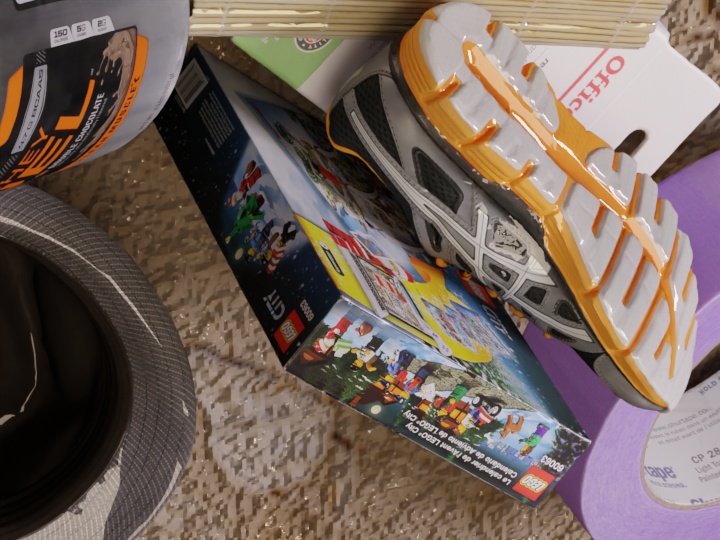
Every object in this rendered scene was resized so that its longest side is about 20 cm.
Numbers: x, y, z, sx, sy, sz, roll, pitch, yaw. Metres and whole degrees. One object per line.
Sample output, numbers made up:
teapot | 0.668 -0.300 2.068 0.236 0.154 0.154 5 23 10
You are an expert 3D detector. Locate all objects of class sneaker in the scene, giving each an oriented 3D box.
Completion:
sneaker | 0.066 -0.020 1.178 0.077 0.078 0.200 -23 115 37

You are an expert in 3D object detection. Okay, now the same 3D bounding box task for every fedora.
fedora | -0.170 0.035 1.195 0.200 0.090 0.177 38 99 -29

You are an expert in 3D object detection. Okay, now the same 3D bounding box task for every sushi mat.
sushi mat | 0.034 -0.118 1.129 0.199 0.012 0.096 0 148 -19

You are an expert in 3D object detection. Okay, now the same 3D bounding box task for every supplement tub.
supplement tub | -0.154 -0.084 1.054 0.200 0.122 0.123 -26 143 -63

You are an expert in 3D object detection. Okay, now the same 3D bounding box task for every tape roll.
tape roll | 0.165 0.036 1.314 0.199 0.066 0.201 -23 142 -19

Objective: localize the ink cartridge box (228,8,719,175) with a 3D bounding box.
ink cartridge box | 0.044 -0.099 1.217 0.117 0.067 0.200 -46 125 11

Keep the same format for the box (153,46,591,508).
box | 0.000 0.000 1.177 0.136 0.200 0.038 31 106 -33
